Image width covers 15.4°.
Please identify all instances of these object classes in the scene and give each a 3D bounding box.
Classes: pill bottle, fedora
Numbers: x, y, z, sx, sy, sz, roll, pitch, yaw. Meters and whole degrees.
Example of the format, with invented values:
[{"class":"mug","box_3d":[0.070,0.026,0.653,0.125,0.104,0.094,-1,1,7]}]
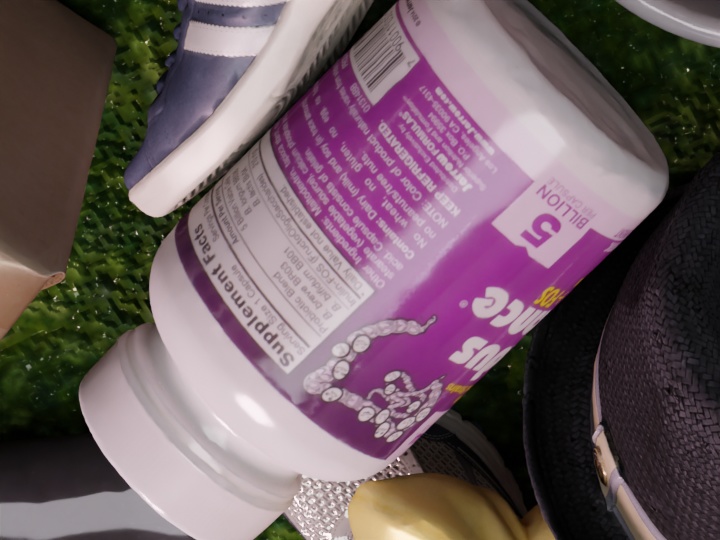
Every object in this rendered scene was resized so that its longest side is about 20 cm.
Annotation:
[{"class":"pill bottle","box_3d":[0.000,0.000,0.906,0.112,0.112,0.200,40,106,-19]},{"class":"fedora","box_3d":[0.141,0.029,0.874,0.200,0.201,0.092,-6,145,2]}]

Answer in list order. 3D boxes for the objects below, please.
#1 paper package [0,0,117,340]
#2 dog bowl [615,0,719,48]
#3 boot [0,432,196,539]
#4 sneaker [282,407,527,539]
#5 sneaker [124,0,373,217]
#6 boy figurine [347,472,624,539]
[{"class":"paper package","box_3d":[-0.190,-0.057,0.837,0.200,0.191,0.104,34,114,-16]},{"class":"dog bowl","box_3d":[0.138,-0.161,0.864,0.199,0.059,0.201,0,118,0]},{"class":"boot","box_3d":[-0.155,0.073,0.974,0.199,0.066,0.165,1,125,2]},{"class":"sneaker","box_3d":[0.042,0.121,0.991,0.200,0.085,0.077,40,110,-18]},{"class":"sneaker","box_3d":[-0.036,-0.108,0.889,0.084,0.075,0.200,40,118,4]},{"class":"boy figurine","box_3d":[0.084,0.130,0.923,0.199,0.064,0.125,21,76,3]}]
